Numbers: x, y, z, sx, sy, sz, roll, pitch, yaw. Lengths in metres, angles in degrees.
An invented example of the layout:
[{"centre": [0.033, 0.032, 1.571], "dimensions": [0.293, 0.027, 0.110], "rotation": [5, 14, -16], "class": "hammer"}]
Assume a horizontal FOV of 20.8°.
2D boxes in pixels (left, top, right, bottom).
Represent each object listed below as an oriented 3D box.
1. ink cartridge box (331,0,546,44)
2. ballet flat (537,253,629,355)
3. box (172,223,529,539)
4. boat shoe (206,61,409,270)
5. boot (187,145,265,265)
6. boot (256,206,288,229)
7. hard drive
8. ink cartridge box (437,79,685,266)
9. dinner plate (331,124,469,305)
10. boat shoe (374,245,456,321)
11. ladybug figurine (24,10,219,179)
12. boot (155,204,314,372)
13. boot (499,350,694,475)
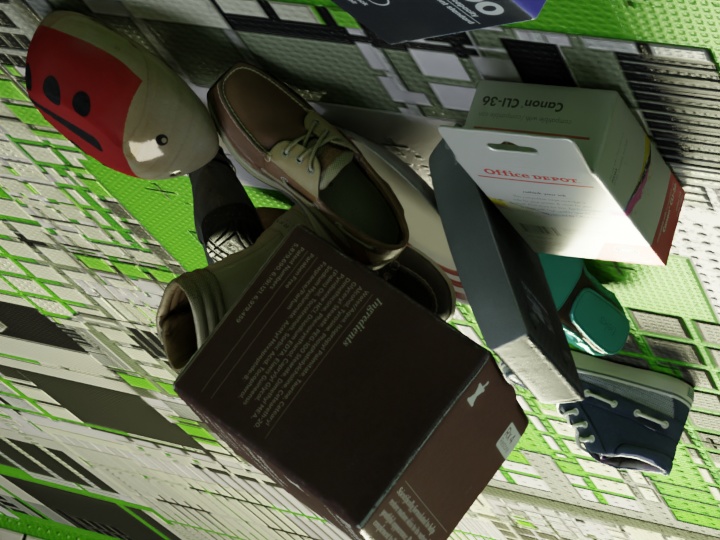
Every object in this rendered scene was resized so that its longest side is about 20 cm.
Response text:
[{"centre": [0.022, -0.216, 1.210], "dimensions": [0.197, 0.044, 0.199], "rotation": [33, 156, -34], "class": "ink cartridge box"}, {"centre": [0.162, 0.012, 1.673], "dimensions": [0.070, 0.068, 0.200], "rotation": [22, 165, 40], "class": "ballet flat"}, {"centre": [-0.005, 0.104, 1.518], "dimensions": [0.199, 0.165, 0.166], "rotation": [34, 169, 27], "class": "box"}, {"centre": [-0.032, -0.085, 1.524], "dimensions": [0.200, 0.076, 0.074], "rotation": [45, 159, -14], "class": "boat shoe"}, {"centre": [-0.116, -0.052, 1.703], "dimensions": [0.067, 0.132, 0.200], "rotation": [-20, 154, -5], "class": "boot"}, {"centre": [-0.021, -0.035, 1.752], "dimensions": [0.198, 0.074, 0.076], "rotation": [15, 134, 21], "class": "boot"}, {"centre": [0.109, -0.001, 1.499], "dimensions": [0.042, 0.201, 0.135], "rotation": [-26, 144, 14], "class": "hard drive"}, {"centre": [0.148, -0.078, 1.426], "dimensions": [0.116, 0.068, 0.200], "rotation": [8, 160, 31], "class": "ink cartridge box"}, {"centre": [0.034, -0.051, 1.603], "dimensions": [0.200, 0.024, 0.200], "rotation": [42, 165, 14], "class": "dinner plate"}, {"centre": [0.000, 0.000, 1.640], "dimensions": [0.057, 0.067, 0.200], "rotation": [-17, -147, -33], "class": "boat shoe"}, {"centre": [-0.198, -0.132, 1.544], "dimensions": [0.199, 0.072, 0.136], "rotation": [30, 157, 34], "class": "ladybug figurine"}, {"centre": [-0.097, 0.049, 1.632], "dimensions": [0.073, 0.155, 0.201], "rotation": [42, 146, 26], "class": "boot"}, {"centre": [0.220, 0.136, 1.913], "dimensions": [0.198, 0.091, 0.073], "rotation": [11, 160, 24], "class": "boot"}]
